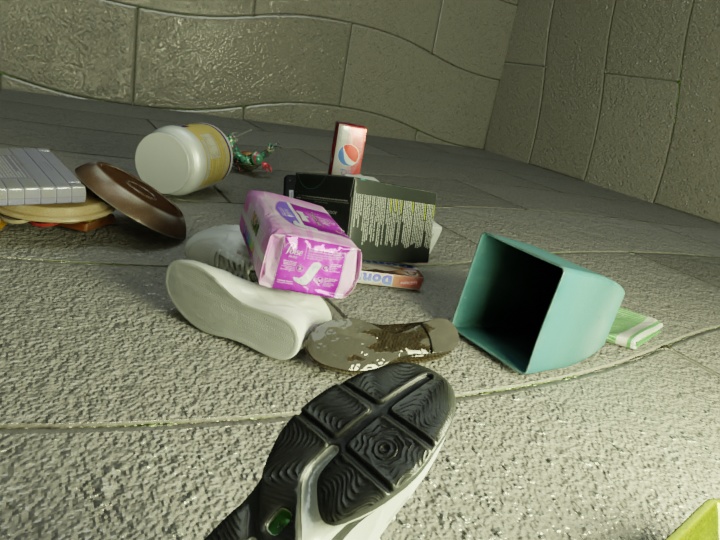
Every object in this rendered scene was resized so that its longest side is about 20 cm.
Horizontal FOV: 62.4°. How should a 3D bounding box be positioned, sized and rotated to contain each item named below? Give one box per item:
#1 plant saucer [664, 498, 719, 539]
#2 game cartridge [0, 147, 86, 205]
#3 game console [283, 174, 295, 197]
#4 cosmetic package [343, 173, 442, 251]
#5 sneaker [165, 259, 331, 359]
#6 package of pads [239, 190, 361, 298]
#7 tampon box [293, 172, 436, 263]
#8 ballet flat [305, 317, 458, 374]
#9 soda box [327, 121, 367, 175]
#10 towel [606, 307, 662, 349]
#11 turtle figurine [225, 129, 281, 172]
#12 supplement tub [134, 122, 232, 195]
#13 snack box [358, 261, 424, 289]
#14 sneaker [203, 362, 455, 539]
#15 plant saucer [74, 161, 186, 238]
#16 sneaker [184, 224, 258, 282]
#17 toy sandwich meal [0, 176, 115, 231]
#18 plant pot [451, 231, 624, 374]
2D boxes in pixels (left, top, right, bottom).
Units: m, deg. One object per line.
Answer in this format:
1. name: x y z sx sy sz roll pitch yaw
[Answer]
1. plant saucer: 0.274 0.248 0.361 0.199 0.048 0.199 -6 24 -41
2. game cartridge: -0.514 -0.144 0.901 0.129 0.039 0.200 -13 33 -38
3. game console: -0.077 -0.140 1.268 0.175 0.031 0.201 3 37 -8
4. cosmetic package: 0.050 -0.107 1.161 0.200 0.074 0.101 39 24 29
5. sneaker: -0.133 0.038 0.731 0.199 0.074 0.115 27 20 18
6. package of pads: -0.083 -0.038 0.767 0.120 0.076 0.200 10 18 -22
7. tampon box: 0.005 -0.085 0.997 0.199 0.127 0.149 2 7 -45
8. ballet flat: 0.026 0.088 0.703 0.199 0.068 0.046 -3 -22 -28
9. soda box: -0.037 -0.238 1.378 0.069 0.202 0.063 6 18 -12
10. towel: 0.377 0.070 0.981 0.199 0.024 0.152 25 24 37
11. turtle figurine: -0.317 -0.321 1.633 0.199 0.102 0.149 6 -4 42
12. supplement tub: -0.379 -0.243 1.292 0.144 0.146 0.200 13 18 9
13. snack box: 0.000 0.000 0.975 0.198 0.025 0.072 7 16 -10
14. sneaker: -0.016 0.149 0.345 0.075 0.116 0.200 29 59 34
15. plant saucer: -0.369 -0.122 0.982 0.200 0.032 0.200 35 5 -4
16. sneaker: -0.163 -0.010 0.853 0.198 0.077 0.081 11 28 6
17. toy sandwich meal: -0.480 -0.096 0.939 0.203 0.071 0.205 10 23 -4
18. plant pot: 0.258 0.046 0.819 0.199 0.142 0.141 6 18 -38
